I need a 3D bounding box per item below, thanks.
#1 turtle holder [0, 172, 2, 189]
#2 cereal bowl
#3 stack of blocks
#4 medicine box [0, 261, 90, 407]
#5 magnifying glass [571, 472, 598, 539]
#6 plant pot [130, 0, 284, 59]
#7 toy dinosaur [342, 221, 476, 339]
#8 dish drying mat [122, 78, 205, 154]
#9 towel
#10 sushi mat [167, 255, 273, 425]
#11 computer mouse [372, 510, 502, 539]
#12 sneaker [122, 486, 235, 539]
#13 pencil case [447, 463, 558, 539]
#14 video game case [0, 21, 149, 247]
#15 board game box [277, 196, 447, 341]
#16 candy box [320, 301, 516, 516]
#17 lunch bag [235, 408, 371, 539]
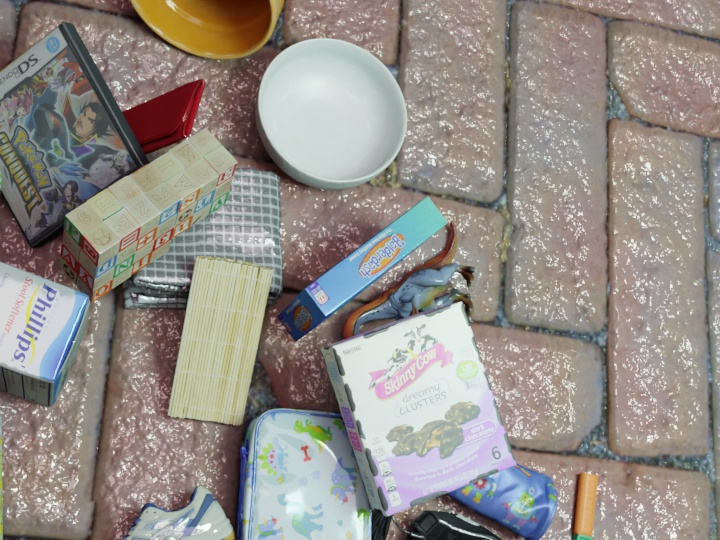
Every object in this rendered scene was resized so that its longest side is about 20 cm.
[{"bbox_3d":[-0.503,-0.131,1.236,0.185,0.141,0.132,35,93,-41],"label":"turtle holder"},{"bbox_3d":[-0.044,-0.195,1.408,0.198,0.083,0.202,5,73,-15],"label":"cereal bowl"},{"bbox_3d":[-0.237,-0.062,1.208,0.059,0.115,0.200,46,58,10],"label":"stack of blocks"},{"bbox_3d":[-0.408,0.058,1.173,0.198,0.182,0.104,21,70,-10],"label":"medicine box"},{"bbox_3d":[0.284,0.364,1.391,0.079,0.022,0.202,14,73,-13],"label":"magnifying glass"},{"bbox_3d":[-0.177,-0.408,1.379,0.199,0.200,0.184,24,55,-9],"label":"plant pot"},{"bbox_3d":[0.058,0.044,1.399,0.180,0.106,0.201,-6,43,-9],"label":"toy dinosaur"},{"bbox_3d":[-0.254,-0.172,1.282,0.018,0.199,0.077,28,65,-35],"label":"dish drying mat"},{"bbox_3d":[-0.194,-0.042,1.320,0.198,0.086,0.167,1,74,-17],"label":"towel"},{"bbox_3d":[-0.166,0.084,1.279,0.095,0.012,0.202,8,102,-18],"label":"sushi mat"},{"bbox_3d":[0.108,0.303,1.318,0.198,0.046,0.142,17,105,-5],"label":"computer mouse"},{"bbox_3d":[-0.245,0.316,1.222,0.199,0.075,0.089,-21,70,-28],"label":"sneaker"},{"bbox_3d":[0.155,0.257,1.346,0.199,0.078,0.087,32,96,-8],"label":"pencil case"},{"bbox_3d":[-0.366,-0.159,1.276,0.180,0.025,0.201,-31,84,15],"label":"video game case"},{"bbox_3d":[0.000,0.000,1.332,0.200,0.152,0.045,-38,89,-22],"label":"board game box"},{"bbox_3d":[0.065,0.157,1.246,0.166,0.072,0.202,-18,88,-14],"label":"candy box"},{"bbox_3d":[-0.068,0.266,1.275,0.159,0.082,0.202,6,73,-16],"label":"lunch bag"}]
